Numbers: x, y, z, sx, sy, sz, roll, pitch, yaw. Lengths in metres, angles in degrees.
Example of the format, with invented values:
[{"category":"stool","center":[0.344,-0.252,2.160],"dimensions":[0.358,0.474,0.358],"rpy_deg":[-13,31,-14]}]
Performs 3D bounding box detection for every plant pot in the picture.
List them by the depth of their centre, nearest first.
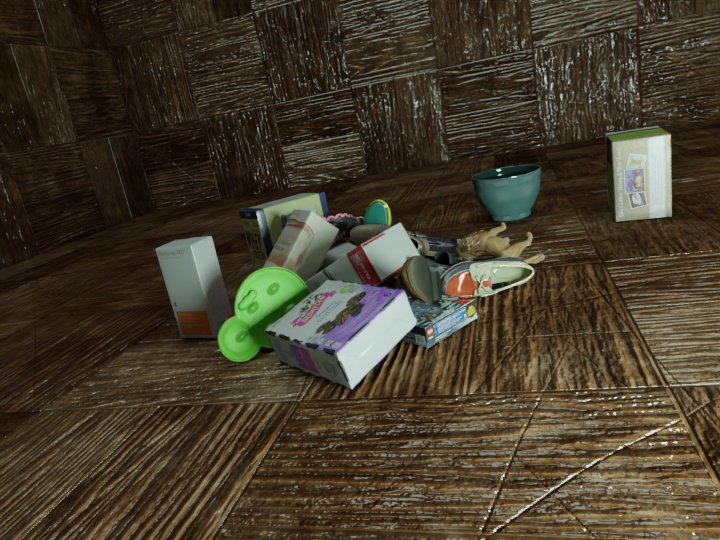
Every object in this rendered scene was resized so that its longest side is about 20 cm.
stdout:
[{"category":"plant pot","center":[0.434,-0.223,1.624],"dimensions":[0.197,0.136,0.201],"rpy_deg":[-11,16,3]}]

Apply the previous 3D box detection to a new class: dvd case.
[{"category":"dvd case","center":[0.167,-0.064,1.396],"dimensions":[0.197,0.016,0.149],"rpy_deg":[7,18,6]}]

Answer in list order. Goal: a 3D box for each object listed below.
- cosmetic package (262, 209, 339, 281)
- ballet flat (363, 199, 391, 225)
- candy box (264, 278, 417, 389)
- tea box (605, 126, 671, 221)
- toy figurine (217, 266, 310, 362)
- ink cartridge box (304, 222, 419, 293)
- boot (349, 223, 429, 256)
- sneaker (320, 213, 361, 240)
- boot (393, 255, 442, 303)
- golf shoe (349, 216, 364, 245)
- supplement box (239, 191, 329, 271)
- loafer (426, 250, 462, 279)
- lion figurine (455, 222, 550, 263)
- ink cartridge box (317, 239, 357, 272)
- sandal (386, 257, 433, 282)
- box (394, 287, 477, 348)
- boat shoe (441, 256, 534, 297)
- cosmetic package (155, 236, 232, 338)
[{"category":"cosmetic package","center":[-0.145,-0.030,1.250],"dimensions":[0.103,0.087,0.202],"rpy_deg":[11,72,58]},{"category":"ballet flat","center":[0.042,-0.096,1.364],"dimensions":[0.066,0.202,0.067],"rpy_deg":[24,39,19]},{"category":"candy box","center":[-0.036,0.096,0.924],"dimensions":[0.199,0.072,0.167],"rpy_deg":[6,38,47]},{"category":"tea box","center":[0.705,-0.249,1.411],"dimensions":[0.132,0.203,0.197],"rpy_deg":[-4,19,21]},{"category":"toy figurine","center":[-0.211,0.090,1.096],"dimensions":[0.200,0.151,0.184],"rpy_deg":[-45,14,-20]},{"category":"ink cartridge box","center":[0.000,0.000,1.124],"dimensions":[0.199,0.084,0.144],"rpy_deg":[-33,-1,43]},{"category":"boot","center":[0.057,-0.070,1.231],"dimensions":[0.197,0.071,0.146],"rpy_deg":[9,2,12]},{"category":"sneaker","center":[-0.083,-0.090,1.391],"dimensions":[0.197,0.096,0.079],"rpy_deg":[-2,-33,-25]},{"category":"boot","center":[0.087,0.023,0.929],"dimensions":[0.074,0.075,0.200],"rpy_deg":[-5,-11,16]},{"category":"golf shoe","center":[0.028,-0.126,1.663],"dimensions":[0.076,0.089,0.200],"rpy_deg":[-5,16,26]},{"category":"supplement box","center":[-0.188,-0.088,1.469],"dimensions":[0.198,0.203,0.134],"rpy_deg":[-19,15,-28]},{"category":"loafer","center":[0.174,-0.005,1.113],"dimensions":[0.199,0.071,0.068],"rpy_deg":[-6,15,-39]},{"category":"lion figurine","center":[0.312,-0.047,1.236],"dimensions":[0.121,0.073,0.199],"rpy_deg":[-26,25,-21]},{"category":"ink cartridge box","center":[-0.063,-0.005,1.341],"dimensions":[0.146,0.077,0.200],"rpy_deg":[-17,21,-21]},{"category":"sandal","center":[0.126,-0.004,1.234],"dimensions":[0.198,0.055,0.082],"rpy_deg":[7,24,32]},{"category":"box","center":[0.093,0.079,1.011],"dimensions":[0.136,0.040,0.199],"rpy_deg":[-23,20,-38]},{"category":"boat shoe","center":[0.243,0.017,1.077],"dimensions":[0.197,0.072,0.062],"rpy_deg":[-13,18,-20]},{"category":"cosmetic package","center":[-0.344,0.037,1.159],"dimensions":[0.100,0.203,0.071],"rpy_deg":[-4,17,26]}]
